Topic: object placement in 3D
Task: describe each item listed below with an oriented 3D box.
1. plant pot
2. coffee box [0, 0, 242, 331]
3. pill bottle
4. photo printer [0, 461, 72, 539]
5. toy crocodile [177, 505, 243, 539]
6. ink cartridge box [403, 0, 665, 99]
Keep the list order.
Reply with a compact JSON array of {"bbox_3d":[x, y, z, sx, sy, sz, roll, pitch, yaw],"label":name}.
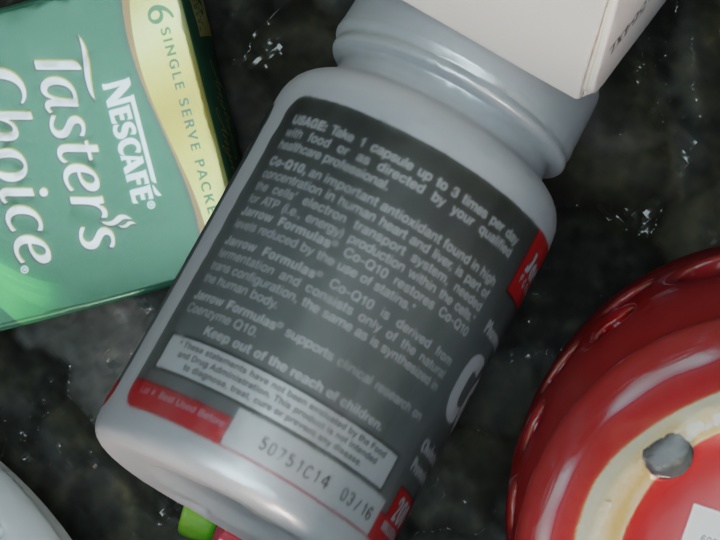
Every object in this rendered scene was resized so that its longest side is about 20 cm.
[{"bbox_3d":[0.148,0.092,1.052,0.200,0.182,0.201,0,93,6],"label":"plant pot"},{"bbox_3d":[-0.146,-0.037,1.144,0.200,0.044,0.123,-13,93,8],"label":"coffee box"},{"bbox_3d":[0.000,0.000,1.073,0.114,0.114,0.200,28,78,4],"label":"pill bottle"},{"bbox_3d":[-0.190,0.160,1.130,0.200,0.069,0.166,-44,67,3],"label":"photo printer"},{"bbox_3d":[-0.050,0.129,1.137,0.067,0.062,0.200,26,97,4],"label":"toy crocodile"},{"bbox_3d":[0.035,-0.174,1.046,0.200,0.084,0.146,30,58,11],"label":"ink cartridge box"}]
